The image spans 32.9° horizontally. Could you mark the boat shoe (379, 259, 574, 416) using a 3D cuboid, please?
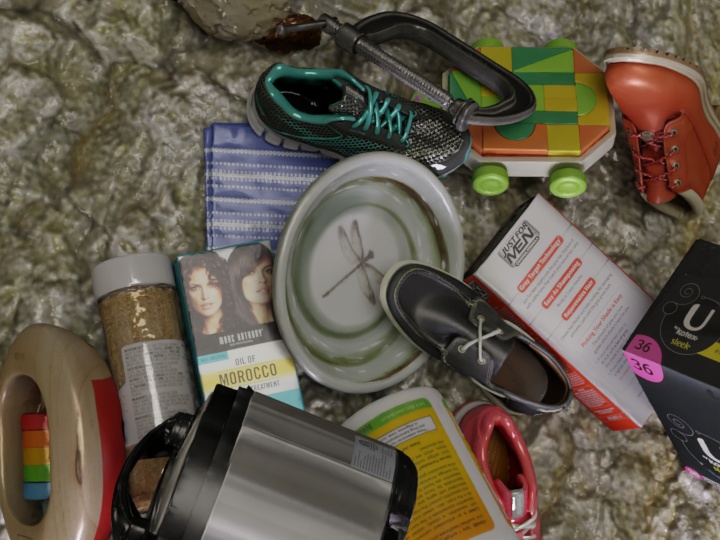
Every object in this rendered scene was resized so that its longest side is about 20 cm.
[{"bbox_3d":[0.101,0.057,1.030,0.199,0.067,0.072,39,77,-23],"label":"boat shoe"}]

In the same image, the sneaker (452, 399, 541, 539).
[{"bbox_3d":[0.118,0.209,1.026,0.073,0.087,0.203,-12,83,-13],"label":"sneaker"}]

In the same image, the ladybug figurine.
[{"bbox_3d":[-0.230,0.142,0.948,0.071,0.135,0.203,0,89,-43],"label":"ladybug figurine"}]

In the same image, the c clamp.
[{"bbox_3d":[0.049,-0.171,1.037,0.199,0.027,0.171,32,34,15],"label":"c clamp"}]

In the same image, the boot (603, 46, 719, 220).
[{"bbox_3d":[0.268,-0.120,1.080,0.199,0.074,0.109,33,70,-46],"label":"boot"}]

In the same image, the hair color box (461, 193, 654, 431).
[{"bbox_3d":[0.193,0.039,1.086,0.200,0.061,0.102,43,73,-3],"label":"hair color box"}]

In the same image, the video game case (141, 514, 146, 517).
[{"bbox_3d":[-0.071,0.218,1.018,0.200,0.018,0.143,42,74,-2],"label":"video game case"}]

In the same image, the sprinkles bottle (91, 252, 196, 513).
[{"bbox_3d":[-0.169,0.090,0.983,0.067,0.068,0.203,-9,76,-14],"label":"sprinkles bottle"}]

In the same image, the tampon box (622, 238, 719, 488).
[{"bbox_3d":[0.337,0.098,1.017,0.127,0.149,0.200,-52,132,-16],"label":"tampon box"}]

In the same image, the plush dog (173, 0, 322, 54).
[{"bbox_3d":[-0.087,-0.280,1.052,0.198,0.161,0.173,29,102,-4],"label":"plush dog"}]

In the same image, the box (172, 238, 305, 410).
[{"bbox_3d":[-0.095,0.082,1.000,0.081,0.049,0.203,-11,84,-14],"label":"box"}]

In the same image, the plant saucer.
[{"bbox_3d":[0.000,0.000,1.022,0.198,0.050,0.203,-8,103,-37],"label":"plant saucer"}]

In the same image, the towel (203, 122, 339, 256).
[{"bbox_3d":[-0.067,-0.029,1.065,0.143,0.024,0.203,1,81,-15],"label":"towel"}]

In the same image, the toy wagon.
[{"bbox_3d":[0.126,-0.141,1.087,0.197,0.040,0.157,1,60,1],"label":"toy wagon"}]

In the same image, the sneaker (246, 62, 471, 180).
[{"bbox_3d":[-0.002,-0.126,1.021,0.197,0.091,0.079,11,79,0],"label":"sneaker"}]

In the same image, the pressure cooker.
[{"bbox_3d":[-0.076,0.175,0.858,0.198,0.176,0.181,22,72,-5],"label":"pressure cooker"}]

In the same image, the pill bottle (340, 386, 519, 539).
[{"bbox_3d":[0.059,0.205,0.970,0.110,0.112,0.202,-21,64,-15],"label":"pill bottle"}]
